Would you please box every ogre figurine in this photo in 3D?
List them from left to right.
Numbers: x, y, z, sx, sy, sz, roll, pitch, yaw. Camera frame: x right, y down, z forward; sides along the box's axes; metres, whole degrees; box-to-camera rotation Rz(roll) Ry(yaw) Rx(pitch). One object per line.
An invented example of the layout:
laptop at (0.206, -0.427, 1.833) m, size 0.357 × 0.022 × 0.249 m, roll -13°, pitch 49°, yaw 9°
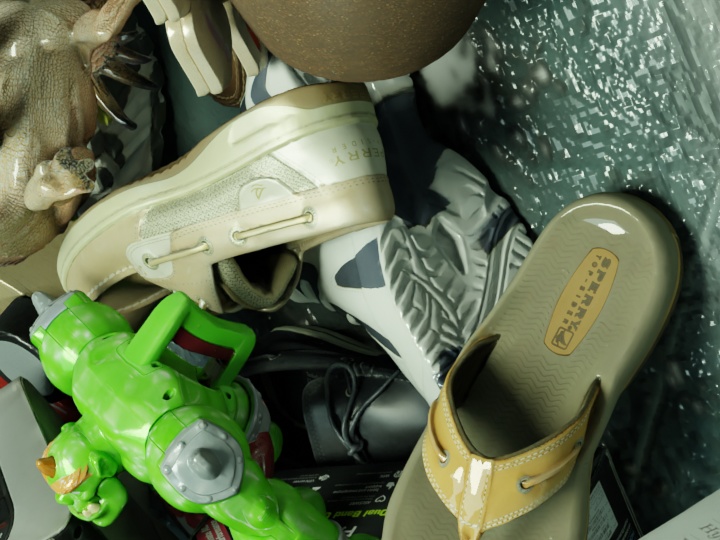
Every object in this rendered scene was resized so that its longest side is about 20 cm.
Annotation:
ogre figurine at (-0.070, 0.069, 0.987) m, size 0.120 × 0.098 × 0.200 m, roll 46°, pitch -166°, yaw -44°

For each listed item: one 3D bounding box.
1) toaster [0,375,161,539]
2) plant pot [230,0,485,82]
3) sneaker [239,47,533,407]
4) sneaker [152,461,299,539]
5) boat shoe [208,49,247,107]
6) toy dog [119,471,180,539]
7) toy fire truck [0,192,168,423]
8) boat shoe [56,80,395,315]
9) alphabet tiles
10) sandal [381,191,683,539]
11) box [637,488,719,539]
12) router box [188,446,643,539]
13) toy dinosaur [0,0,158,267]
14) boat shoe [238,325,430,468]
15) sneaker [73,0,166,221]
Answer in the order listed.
toaster at (-0.168, 0.166, 1.073) m, size 0.200 × 0.180 × 0.119 m, roll 55°, pitch -176°, yaw -46°
plant pot at (-0.002, -0.168, 0.867) m, size 0.187 × 0.187 × 0.200 m, roll 42°, pitch 155°, yaw 27°
sneaker at (0.000, 0.000, 1.040) m, size 0.199 × 0.079 × 0.130 m, roll 56°, pitch 147°, yaw 11°
sneaker at (-0.038, 0.145, 1.194) m, size 0.200 × 0.071 × 0.098 m, roll 30°, pitch 132°, yaw 37°
boat shoe at (-0.089, -0.159, 1.059) m, size 0.072 × 0.068 × 0.201 m, roll 0°, pitch 114°, yaw 51°
toy dog at (-0.155, 0.140, 1.268) m, size 0.200 × 0.193 × 0.140 m, roll -117°, pitch 20°, yaw -64°
toy fire truck at (-0.193, 0.036, 1.163) m, size 0.176 × 0.129 × 0.200 m, roll 30°, pitch 148°, yaw 10°
boat shoe at (-0.057, -0.012, 0.988) m, size 0.200 × 0.072 × 0.065 m, roll -29°, pitch 77°, yaw 46°
alphabet tiles at (-0.072, -0.173, 0.940) m, size 0.196 × 0.015 × 0.201 m, roll 60°, pitch -156°, yaw -58°
sandal at (0.060, 0.059, 0.921) m, size 0.080 × 0.201 × 0.054 m, roll 23°, pitch 176°, yaw 22°
box at (0.195, 0.197, 0.868) m, size 0.199 × 0.130 × 0.201 m, roll 30°, pitch 133°, yaw 39°
router box at (0.038, 0.159, 1.041) m, size 0.199 × 0.062 × 0.150 m, roll -8°, pitch 119°, yaw 36°
toy dinosaur at (-0.137, -0.063, 1.028) m, size 0.086 × 0.201 × 0.136 m, roll 15°, pitch 157°, yaw -3°
boat shoe at (0.007, 0.069, 1.092) m, size 0.200 × 0.062 × 0.075 m, roll 12°, pitch 120°, yaw 47°
sneaker at (-0.142, -0.046, 1.179) m, size 0.084 × 0.074 × 0.201 m, roll 8°, pitch 121°, yaw 25°
